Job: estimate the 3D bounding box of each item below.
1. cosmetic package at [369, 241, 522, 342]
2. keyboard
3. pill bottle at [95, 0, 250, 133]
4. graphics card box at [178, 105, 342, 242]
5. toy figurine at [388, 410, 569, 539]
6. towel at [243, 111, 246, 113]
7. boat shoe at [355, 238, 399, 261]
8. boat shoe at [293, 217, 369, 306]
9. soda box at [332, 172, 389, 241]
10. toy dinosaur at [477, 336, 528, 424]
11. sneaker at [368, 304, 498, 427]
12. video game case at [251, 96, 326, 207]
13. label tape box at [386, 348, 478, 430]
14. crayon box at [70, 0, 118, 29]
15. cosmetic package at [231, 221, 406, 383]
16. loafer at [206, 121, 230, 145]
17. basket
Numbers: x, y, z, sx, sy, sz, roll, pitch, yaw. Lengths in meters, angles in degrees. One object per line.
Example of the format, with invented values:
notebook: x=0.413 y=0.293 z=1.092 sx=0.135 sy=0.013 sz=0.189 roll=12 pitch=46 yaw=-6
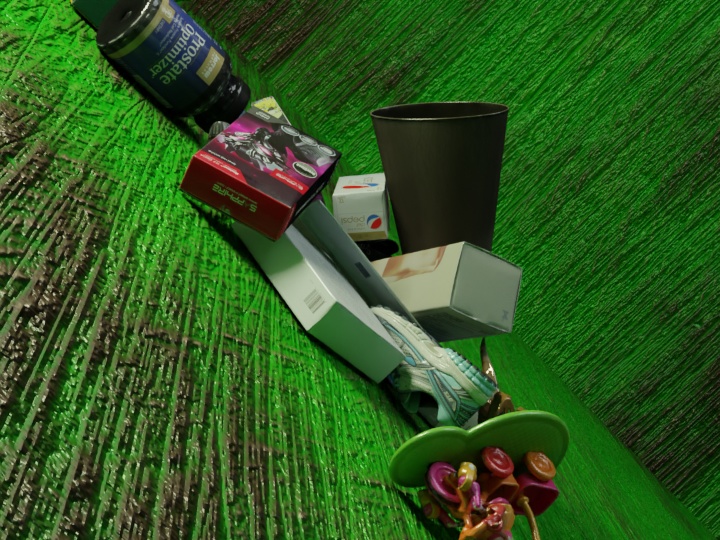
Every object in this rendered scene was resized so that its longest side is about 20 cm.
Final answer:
cosmetic package: x=0.091 y=0.032 z=1.842 sx=0.103 sy=0.088 sz=0.200 roll=24 pitch=-20 yaw=-32
keyboard: x=0.000 y=0.000 z=1.786 sx=0.200 sy=0.011 sz=0.056 roll=51 pitch=-34 yaw=-10
pill bottle: x=-0.241 y=-0.273 z=1.980 sx=0.200 sy=0.112 sz=0.112 roll=42 pitch=8 yaw=-32
graphics card box: x=-0.109 y=-0.113 z=1.707 sx=0.125 sy=0.051 sz=0.200 roll=28 pitch=26 yaw=5
toy figurine: x=0.140 y=0.240 z=1.359 sx=0.200 sy=0.150 sz=0.184 roll=13 pitch=37 yaw=-38
towel: x=-0.217 y=-0.242 z=2.223 sx=0.200 sy=0.049 sz=0.112 roll=42 pitch=8 yaw=-28
boat shoe: x=0.020 y=-0.020 z=2.029 sx=0.200 sy=0.062 sz=0.075 roll=35 pitch=11 yaw=30
boat shoe: x=-0.059 y=-0.030 z=1.855 sx=0.200 sy=0.073 sz=0.063 roll=41 pitch=10 yaw=-7
soda box: x=0.003 y=-0.084 z=1.974 sx=0.200 sy=0.068 sz=0.064 roll=-80 pitch=165 yaw=-80
toy dinosaur: x=0.152 y=0.162 z=1.725 sx=0.060 sy=0.201 sz=0.106 roll=7 pitch=-16 yaw=-28
sneaker: x=0.058 y=0.110 z=1.719 sx=0.200 sy=0.086 sz=0.078 roll=33 pitch=-6 yaw=39
video game case: x=-0.079 y=-0.100 z=1.945 sx=0.181 sy=0.036 sz=0.200 roll=-121 pitch=-168 yaw=-54
label tape box: x=0.107 y=0.152 z=1.842 sx=0.200 sy=0.066 sz=0.143 roll=48 pitch=7 yaw=-5
crayon box: x=-0.334 y=-0.358 z=2.131 sx=0.173 sy=0.058 sz=0.200 roll=43 pitch=7 yaw=-26
cosmetic package: x=-0.048 y=0.022 z=1.698 sx=0.151 sy=0.052 sz=0.200 roll=37 pitch=11 yaw=-47
loafer: x=-0.148 y=-0.146 z=1.882 sx=0.200 sy=0.073 sz=0.073 roll=-26 pitch=112 yaw=-85
basket: x=0.104 y=-0.106 z=1.927 sx=0.136 sy=0.180 sz=0.201 roll=-38 pitch=127 yaw=-65
